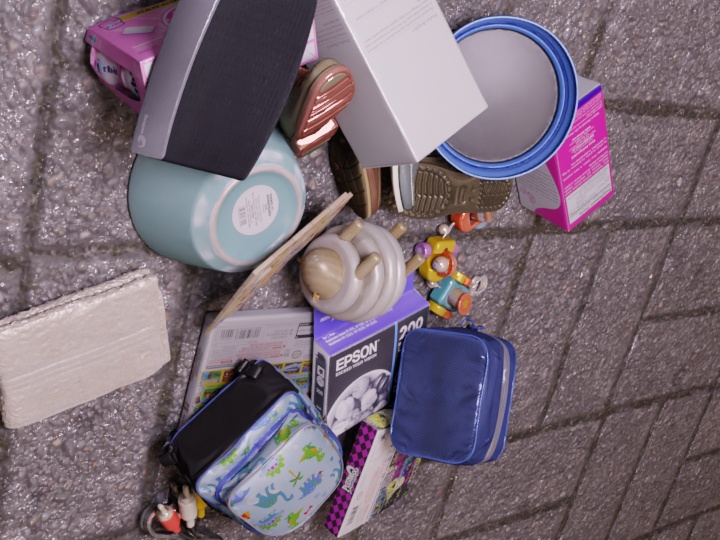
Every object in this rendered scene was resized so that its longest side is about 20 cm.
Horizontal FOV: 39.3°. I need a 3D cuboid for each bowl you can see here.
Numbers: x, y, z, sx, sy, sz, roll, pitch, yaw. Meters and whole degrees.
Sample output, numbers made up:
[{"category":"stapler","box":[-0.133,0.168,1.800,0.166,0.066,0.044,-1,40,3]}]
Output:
[{"category":"bowl","box":[0.171,-0.215,1.259,0.199,0.039,0.202,-2,105,-5]},{"category":"bowl","box":[-0.139,-0.078,1.094,0.200,0.105,0.202,-22,130,-29]}]

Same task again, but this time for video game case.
[{"category":"video game case","box":[0.038,0.281,1.494,0.181,0.036,0.201,-17,133,-51]},{"category":"video game case","box":[-0.131,0.133,1.298,0.199,0.023,0.183,-2,117,-42]}]

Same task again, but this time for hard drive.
[{"category":"hard drive","box":[-0.118,-0.182,0.919,0.134,0.042,0.201,11,108,-45]}]

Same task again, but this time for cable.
[{"category":"cable","box":[-0.225,0.348,1.329,0.097,0.050,0.201,-36,134,-26]}]

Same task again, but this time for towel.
[{"category":"towel","box":[-0.304,0.082,1.102,0.199,0.034,0.133,-21,127,-30]}]

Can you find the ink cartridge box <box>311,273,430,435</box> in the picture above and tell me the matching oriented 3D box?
[{"category":"ink cartridge box","box":[0.014,0.109,1.379,0.197,0.043,0.201,-25,130,-39]}]

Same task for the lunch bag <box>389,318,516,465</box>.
[{"category":"lunch bag","box":[0.134,0.165,1.399,0.132,0.135,0.202,16,84,-60]}]

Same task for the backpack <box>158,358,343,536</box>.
[{"category":"backpack","box":[-0.112,0.239,1.259,0.183,0.147,0.200,-45,140,-7]}]

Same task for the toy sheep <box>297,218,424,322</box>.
[{"category":"toy sheep","box":[0.000,0.000,1.251,0.199,0.138,0.139,6,112,-49]}]

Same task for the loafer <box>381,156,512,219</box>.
[{"category":"loafer","box":[0.101,-0.110,1.319,0.199,0.067,0.077,4,110,-26]}]

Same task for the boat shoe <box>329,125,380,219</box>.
[{"category":"boat shoe","box":[0.004,-0.153,1.196,0.067,0.072,0.201,-28,129,-23]}]

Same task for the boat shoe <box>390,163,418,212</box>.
[{"category":"boat shoe","box":[0.065,-0.169,1.207,0.061,0.073,0.202,-1,103,-1]}]

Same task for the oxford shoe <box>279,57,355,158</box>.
[{"category":"oxford shoe","box":[-0.059,-0.180,1.052,0.071,0.074,0.200,-33,176,-18]}]

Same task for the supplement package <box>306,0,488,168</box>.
[{"category":"supplement package","box":[0.024,-0.225,1.076,0.117,0.117,0.201,-39,111,-26]}]

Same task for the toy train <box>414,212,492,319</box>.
[{"category":"toy train","box":[0.151,-0.016,1.426,0.150,0.056,0.201,-31,133,-26]}]

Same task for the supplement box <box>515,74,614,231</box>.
[{"category":"supplement box","box":[0.276,-0.171,1.407,0.103,0.101,0.201,-36,135,-18]}]

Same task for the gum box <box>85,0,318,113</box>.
[{"category":"gum box","box":[-0.155,-0.219,0.979,0.199,0.113,0.067,-28,132,-26]}]

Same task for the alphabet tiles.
[{"category":"alphabet tiles","box":[-0.088,-0.015,1.165,0.200,0.008,0.167,-43,179,-37]}]
